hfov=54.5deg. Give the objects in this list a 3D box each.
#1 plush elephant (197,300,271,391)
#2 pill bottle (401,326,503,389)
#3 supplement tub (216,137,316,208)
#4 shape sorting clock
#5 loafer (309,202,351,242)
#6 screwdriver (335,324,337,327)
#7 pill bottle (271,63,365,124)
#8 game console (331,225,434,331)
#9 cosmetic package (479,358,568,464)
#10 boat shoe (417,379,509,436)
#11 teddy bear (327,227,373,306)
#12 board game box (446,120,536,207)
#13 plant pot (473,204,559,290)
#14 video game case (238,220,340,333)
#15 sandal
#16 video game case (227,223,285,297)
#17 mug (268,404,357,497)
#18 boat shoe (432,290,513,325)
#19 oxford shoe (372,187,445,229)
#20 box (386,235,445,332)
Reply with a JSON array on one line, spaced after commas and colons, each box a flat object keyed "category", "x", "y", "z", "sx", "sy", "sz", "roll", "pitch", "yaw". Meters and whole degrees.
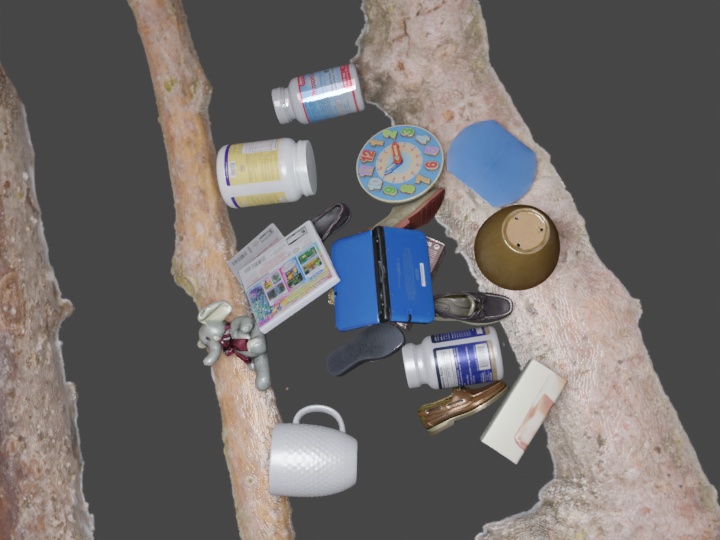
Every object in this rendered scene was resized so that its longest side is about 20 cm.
[{"category": "plush elephant", "x": -0.284, "y": 0.150, "z": 1.522, "sx": 0.155, "sy": 0.165, "sz": 0.200, "roll": -7, "pitch": 51, "yaw": -7}, {"category": "pill bottle", "x": 0.193, "y": 0.187, "z": 1.474, "sx": 0.200, "sy": 0.116, "sz": 0.116, "roll": -9, "pitch": 80, "yaw": 6}, {"category": "supplement tub", "x": -0.208, "y": -0.220, "z": 1.571, "sx": 0.200, "sy": 0.145, "sz": 0.146, "roll": -5, "pitch": 81, "yaw": 6}, {"category": "shape sorting clock", "x": 0.087, "y": -0.241, "z": 1.564, "sx": 0.200, "sy": 0.039, "sz": 0.200, "roll": -8, "pitch": 64, "yaw": 17}, {"category": "loafer", "x": -0.107, "y": -0.084, "z": 1.579, "sx": 0.200, "sy": 0.063, "sz": 0.072, "roll": -42, "pitch": 78, "yaw": -1}, {"category": "screwdriver", "x": 0.028, "y": 0.059, "z": 1.465, "sx": 0.200, "sy": 0.028, "sz": 0.029, "roll": -44, "pitch": 101, "yaw": 5}, {"category": "pill bottle", "x": -0.096, "y": -0.398, "z": 1.603, "sx": 0.200, "sy": 0.109, "sz": 0.109, "roll": -13, "pitch": 80, "yaw": 5}, {"category": "game console", "x": 0.044, "y": 0.021, "z": 1.434, "sx": 0.171, "sy": 0.118, "sz": 0.200, "roll": 5, "pitch": 70, "yaw": -26}, {"category": "cosmetic package", "x": 0.336, "y": 0.289, "z": 1.448, "sx": 0.087, "sy": 0.103, "sz": 0.200, "roll": 33, "pitch": 88, "yaw": 12}, {"category": "boat shoe", "x": 0.215, "y": 0.275, "z": 1.480, "sx": 0.200, "sy": 0.072, "sz": 0.068, "roll": -30, "pitch": 80, "yaw": 2}, {"category": "teddy bear", "x": 0.000, "y": 0.000, "z": 1.526, "sx": 0.145, "sy": 0.200, "sz": 0.067, "roll": -31, "pitch": 120, "yaw": 32}, {"category": "board game box", "x": 0.292, "y": -0.237, "z": 1.567, "sx": 0.200, "sy": 0.039, "sz": 0.158, "roll": 40, "pitch": 83, "yaw": 6}, {"category": "plant pot", "x": 0.331, "y": -0.062, "z": 1.453, "sx": 0.186, "sy": 0.200, "sz": 0.187, "roll": -1, "pitch": 82, "yaw": 8}, {"category": "video game case", "x": -0.156, "y": 0.011, "z": 1.488, "sx": 0.200, "sy": 0.024, "sz": 0.182, "roll": -35, "pitch": 50, "yaw": 9}, {"category": "sandal", "x": 0.014, "y": 0.170, "z": 1.517, "sx": 0.200, "sy": 0.043, "sz": 0.076, "roll": -26, "pitch": 61, "yaw": 28}, {"category": "video game case", "x": -0.203, "y": -0.002, "z": 1.555, "sx": 0.143, "sy": 0.018, "sz": 0.200, "roll": -41, "pitch": 50, "yaw": 0}, {"category": "mug", "x": -0.094, "y": 0.377, "z": 1.479, "sx": 0.175, "sy": 0.148, "sz": 0.200, "roll": 3, "pitch": 52, "yaw": 0}, {"category": "boat shoe", "x": 0.234, "y": 0.079, "z": 1.499, "sx": 0.200, "sy": 0.065, "sz": 0.072, "roll": 3, "pitch": 82, "yaw": -5}, {"category": "oxford shoe", "x": 0.108, "y": -0.131, "z": 1.535, "sx": 0.075, "sy": 0.070, "sz": 0.200, "roll": 34, "pitch": 56, "yaw": 27}, {"category": "box", "x": 0.113, "y": 0.028, "z": 1.517, "sx": 0.075, "sy": 0.100, "sz": 0.200, "roll": 23, "pitch": 84, "yaw": 11}]
